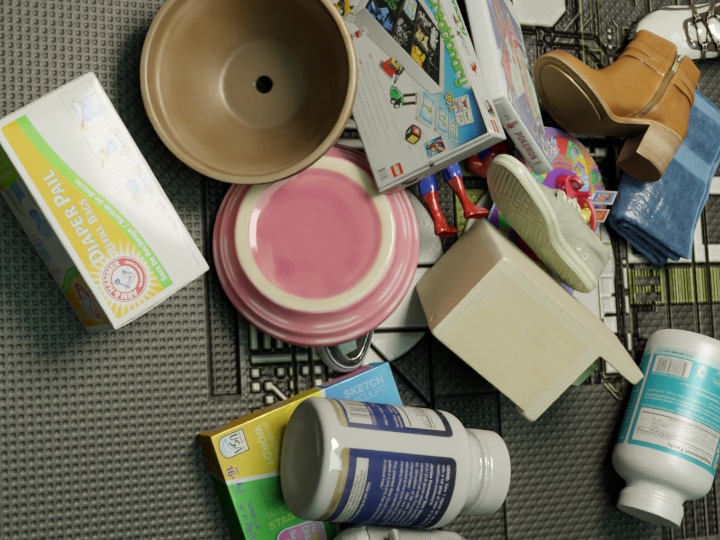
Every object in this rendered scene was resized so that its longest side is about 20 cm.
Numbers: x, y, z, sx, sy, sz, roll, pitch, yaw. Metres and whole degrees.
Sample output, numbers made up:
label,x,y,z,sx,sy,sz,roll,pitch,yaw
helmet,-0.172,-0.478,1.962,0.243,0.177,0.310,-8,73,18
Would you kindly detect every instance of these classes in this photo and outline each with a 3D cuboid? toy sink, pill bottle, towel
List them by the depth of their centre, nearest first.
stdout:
label,x,y,z,sx,sy,sz,roll,pitch,yaw
pill bottle,0.035,0.182,1.126,0.199,0.111,0.112,9,81,-24
toy sink,0.165,0.064,1.218,0.200,0.130,0.112,39,103,-17
pill bottle,0.342,0.174,1.321,0.110,0.111,0.201,27,75,-21
towel,0.357,-0.115,1.383,0.111,0.048,0.201,33,70,-23

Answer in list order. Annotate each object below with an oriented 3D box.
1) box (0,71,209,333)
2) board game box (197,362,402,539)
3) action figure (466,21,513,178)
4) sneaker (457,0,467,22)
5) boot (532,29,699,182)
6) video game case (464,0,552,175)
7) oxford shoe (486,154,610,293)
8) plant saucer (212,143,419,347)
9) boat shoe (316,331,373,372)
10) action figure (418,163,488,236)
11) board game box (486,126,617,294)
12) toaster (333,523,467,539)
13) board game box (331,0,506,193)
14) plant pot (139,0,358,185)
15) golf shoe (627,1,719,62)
label,x,y,z,sx,sy,sz,roll,pitch,yaw
box,-0.238,-0.055,1.062,0.101,0.112,0.201,-34,101,-24
board game box,-0.040,0.194,1.173,0.199,0.040,0.154,-21,94,-26
action figure,0.132,-0.174,1.289,0.065,0.052,0.201,-13,93,-31
sneaker,0.009,-0.266,1.232,0.199,0.067,0.090,-20,52,-6
boot,0.286,-0.211,1.312,0.200,0.077,0.156,35,64,-14
video game case,0.143,-0.218,1.211,0.182,0.023,0.201,39,39,-60
oxford shoe,0.192,-0.055,1.220,0.058,0.075,0.200,-52,126,-12
plant saucer,-0.042,-0.030,1.145,0.199,0.051,0.202,0,78,-1
boat shoe,0.000,0.000,1.196,0.070,0.066,0.201,15,79,-24
action figure,0.068,-0.136,1.229,0.052,0.065,0.201,-2,67,-53
board game box,0.214,-0.056,1.298,0.158,0.039,0.201,36,69,-34
toaster,0.021,0.329,1.134,0.129,0.114,0.201,16,115,-19
board game box,0.043,-0.188,1.118,0.035,0.126,0.201,3,67,-61
plant pot,-0.098,-0.178,1.131,0.200,0.093,0.202,0,90,6
golf shoe,0.405,-0.283,1.405,0.199,0.094,0.078,-17,93,-25
